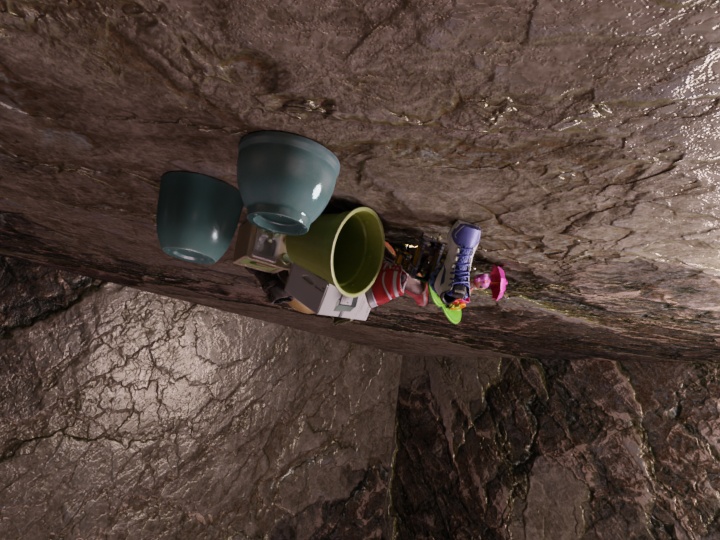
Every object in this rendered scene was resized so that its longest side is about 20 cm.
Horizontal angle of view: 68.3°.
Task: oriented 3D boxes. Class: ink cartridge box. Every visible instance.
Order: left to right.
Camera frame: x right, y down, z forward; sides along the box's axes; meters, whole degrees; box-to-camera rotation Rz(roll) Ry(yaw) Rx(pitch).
[{"bbox_3d":[-0.078,0.055,1.372,0.144,0.086,0.198,29,-171,39],"label":"ink cartridge box"}]

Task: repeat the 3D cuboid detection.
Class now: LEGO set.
[{"bbox_3d":[0.188,-0.040,1.333,0.195,0.119,0.154,16,-165,-12],"label":"LEGO set"}]

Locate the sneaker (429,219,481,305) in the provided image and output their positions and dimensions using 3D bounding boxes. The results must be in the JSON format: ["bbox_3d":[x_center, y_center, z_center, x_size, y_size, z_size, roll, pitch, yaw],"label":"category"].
[{"bbox_3d":[0.225,0.000,1.200,0.078,0.116,0.203,10,123,-16],"label":"sneaker"}]

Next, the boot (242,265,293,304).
[{"bbox_3d":[-0.257,0.024,1.582,0.069,0.175,0.199,-45,171,24],"label":"boot"}]

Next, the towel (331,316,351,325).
[{"bbox_3d":[-0.015,0.088,1.718,0.036,0.203,0.147,38,157,-18],"label":"towel"}]

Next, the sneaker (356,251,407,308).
[{"bbox_3d":[0.054,-0.017,1.311,0.110,0.205,0.071,-17,157,12],"label":"sneaker"}]

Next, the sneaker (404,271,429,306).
[{"bbox_3d":[0.161,0.046,1.553,0.084,0.076,0.201,3,158,5],"label":"sneaker"}]

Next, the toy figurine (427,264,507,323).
[{"bbox_3d":[0.305,0.040,1.451,0.181,0.154,0.198,-23,153,29],"label":"toy figurine"}]

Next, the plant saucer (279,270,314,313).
[{"bbox_3d":[-0.181,0.040,1.691,0.196,0.204,0.035,18,135,-32],"label":"plant saucer"}]

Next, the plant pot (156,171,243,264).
[{"bbox_3d":[-0.381,-0.110,1.232,0.195,0.166,0.201,9,166,2],"label":"plant pot"}]

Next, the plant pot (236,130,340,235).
[{"bbox_3d":[-0.144,-0.148,0.992,0.194,0.138,0.201,9,165,2],"label":"plant pot"}]

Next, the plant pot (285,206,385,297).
[{"bbox_3d":[-0.072,-0.059,1.246,0.187,0.205,0.199,15,172,37],"label":"plant pot"}]

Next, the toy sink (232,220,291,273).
[{"bbox_3d":[-0.250,-0.065,1.425,0.128,0.115,0.199,16,164,-27],"label":"toy sink"}]

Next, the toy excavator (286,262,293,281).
[{"bbox_3d":[-0.115,-0.025,1.470,0.194,0.102,0.195,-14,153,5],"label":"toy excavator"}]

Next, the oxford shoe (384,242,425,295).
[{"bbox_3d":[0.098,0.009,1.417,0.199,0.074,0.071,39,120,-17],"label":"oxford shoe"}]
